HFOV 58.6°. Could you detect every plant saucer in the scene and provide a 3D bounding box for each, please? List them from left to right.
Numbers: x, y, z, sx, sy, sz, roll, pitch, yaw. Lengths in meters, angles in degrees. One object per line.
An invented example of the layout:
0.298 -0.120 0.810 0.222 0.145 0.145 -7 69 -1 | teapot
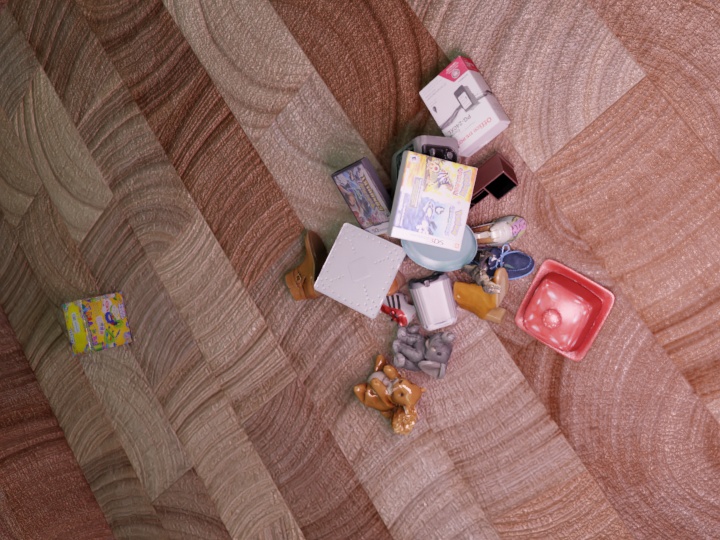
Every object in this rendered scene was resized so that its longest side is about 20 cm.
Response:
0.201 -0.078 1.634 0.195 0.028 0.203 10 139 9 | plant saucer

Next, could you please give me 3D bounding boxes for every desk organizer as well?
0.301 -0.200 1.636 0.199 0.071 0.078 -39 36 30 | desk organizer

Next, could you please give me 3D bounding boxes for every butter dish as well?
0.475 0.106 1.545 0.198 0.147 0.203 32 113 24 | butter dish

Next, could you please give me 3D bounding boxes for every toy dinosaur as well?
0.296 -0.007 1.576 0.047 0.200 0.090 23 99 -19 | toy dinosaur

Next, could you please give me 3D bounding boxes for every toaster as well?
0.163 -0.229 1.638 0.199 0.116 0.186 158 114 -65 | toaster
0.194 0.078 1.697 0.111 0.200 0.132 -17 93 1 | toaster

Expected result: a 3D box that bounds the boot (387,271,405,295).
0.021 0.000 1.807 0.199 0.154 0.075 36 122 23 | boot

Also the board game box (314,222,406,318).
0.000 0.000 1.723 0.197 0.026 0.203 24 84 21 | board game box

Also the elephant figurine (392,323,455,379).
0.193 0.224 1.738 0.196 0.154 0.145 3 92 35 | elephant figurine

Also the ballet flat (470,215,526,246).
0.327 -0.093 1.654 0.196 0.071 0.071 -11 91 32 | ballet flat

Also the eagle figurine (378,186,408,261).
0.099 -0.131 1.763 0.148 0.152 0.205 -16 84 12 | eagle figurine

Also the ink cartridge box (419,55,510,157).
0.266 -0.415 1.639 0.144 0.083 0.203 -36 78 30 | ink cartridge box

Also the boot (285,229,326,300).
-0.171 -0.010 1.989 0.153 0.076 0.204 -17 95 36 | boot

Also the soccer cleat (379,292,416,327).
0.089 0.089 1.838 0.199 0.084 0.070 36 147 46 | soccer cleat

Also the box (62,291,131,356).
-1.011 0.204 2.469 0.120 0.191 0.205 -11 90 32 | box

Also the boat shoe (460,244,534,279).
0.342 -0.021 1.640 0.196 0.069 0.085 -2 53 30 | boat shoe

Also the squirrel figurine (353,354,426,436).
0.107 0.357 1.801 0.184 0.141 0.203 0 123 48 | squirrel figurine

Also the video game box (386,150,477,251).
0.169 -0.161 1.510 0.047 0.178 0.205 -151 72 -73 | video game box

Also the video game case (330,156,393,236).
0.017 -0.185 1.680 0.202 0.025 0.180 59 154 -12 | video game case

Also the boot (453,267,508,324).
0.303 0.052 1.647 0.142 0.071 0.204 22 144 29 | boot
